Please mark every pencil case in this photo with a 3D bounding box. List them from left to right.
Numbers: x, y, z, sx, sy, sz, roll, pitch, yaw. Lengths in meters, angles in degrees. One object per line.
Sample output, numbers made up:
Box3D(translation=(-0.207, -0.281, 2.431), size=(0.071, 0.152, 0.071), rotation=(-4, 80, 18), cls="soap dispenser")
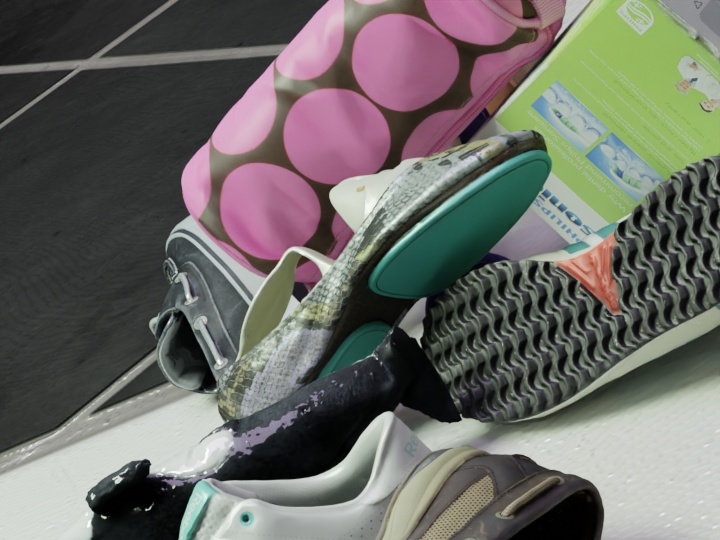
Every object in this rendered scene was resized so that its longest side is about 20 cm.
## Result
Box3D(translation=(0.010, -0.080, 1.194), size=(0.200, 0.094, 0.091), rotation=(-48, -18, 29), cls="pencil case")

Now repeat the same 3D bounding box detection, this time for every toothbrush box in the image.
Box3D(translation=(0.150, -0.109, 1.161), size=(0.146, 0.086, 0.200), rotation=(-49, 1, -24), cls="toothbrush box")

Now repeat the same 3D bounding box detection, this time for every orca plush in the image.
Box3D(translation=(-0.044, 0.110, 1.091), size=(0.200, 0.071, 0.105), rotation=(-26, -25, -7), cls="orca plush")

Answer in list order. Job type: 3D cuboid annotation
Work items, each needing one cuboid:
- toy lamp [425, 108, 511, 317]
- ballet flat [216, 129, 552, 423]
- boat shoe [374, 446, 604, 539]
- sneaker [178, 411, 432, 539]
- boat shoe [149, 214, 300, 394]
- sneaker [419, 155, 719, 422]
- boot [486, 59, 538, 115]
Box3D(translation=(0.044, -0.036, 1.248), size=(0.058, 0.058, 0.200), rotation=(-24, 33, 11), cls="toy lamp")
Box3D(translation=(0.000, 0.000, 1.135), size=(0.200, 0.072, 0.072), rotation=(-51, 14, 19), cls="ballet flat")
Box3D(translation=(0.031, 0.129, 0.895), size=(0.073, 0.075, 0.200), rotation=(-8, 34, 30), cls="boat shoe")
Box3D(translation=(-0.053, 0.125, 0.991), size=(0.200, 0.089, 0.075), rotation=(-32, 22, -9), cls="sneaker")
Box3D(translation=(-0.072, 0.029, 1.281), size=(0.068, 0.072, 0.200), rotation=(-30, 27, -9), cls="boat shoe")
Box3D(translation=(0.119, 0.011, 1.097), size=(0.200, 0.070, 0.093), rotation=(-31, -19, 37), cls="sneaker")
Box3D(translation=(-0.003, -0.062, 1.416), size=(0.200, 0.077, 0.155), rotation=(-5, 34, 32), cls="boot")
